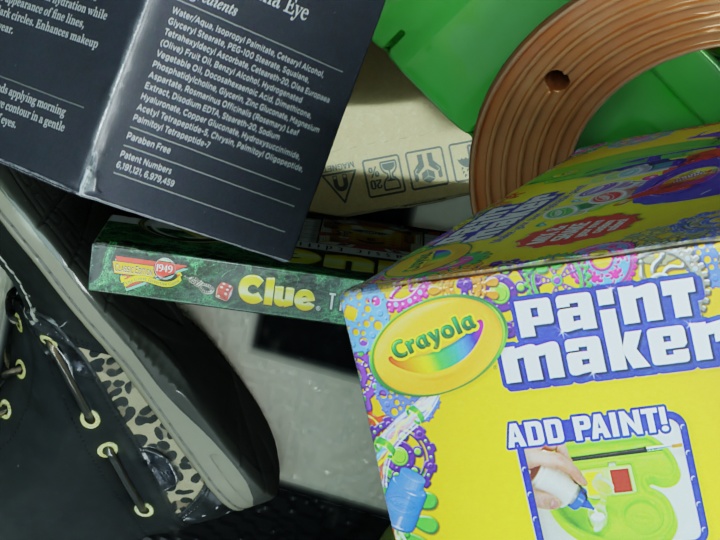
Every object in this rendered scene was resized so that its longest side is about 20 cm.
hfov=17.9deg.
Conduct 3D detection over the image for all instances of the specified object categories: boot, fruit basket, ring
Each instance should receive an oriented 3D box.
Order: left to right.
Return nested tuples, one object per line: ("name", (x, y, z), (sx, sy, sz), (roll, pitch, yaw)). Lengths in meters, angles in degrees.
("boot", (-0.147, 0.049, 0.957), (0.153, 0.074, 0.204), (-30, 111, 19))
("fruit basket", (0.111, -0.122, 0.827), (0.215, 0.156, 0.216), (4, 108, 11))
("ring", (0.136, -0.028, 0.783), (0.200, 0.019, 0.201), (6, 131, 7))

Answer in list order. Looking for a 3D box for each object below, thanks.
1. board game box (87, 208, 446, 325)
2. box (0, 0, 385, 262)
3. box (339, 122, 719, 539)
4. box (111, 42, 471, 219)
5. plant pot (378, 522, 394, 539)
("board game box", (0.000, 0.000, 0.893), (0.199, 0.105, 0.024), (8, 106, 0))
("box", (-0.089, -0.123, 0.796), (0.200, 0.104, 0.183), (23, 94, 42))
("box", (0.105, 0.066, 0.676), (0.122, 0.200, 0.193), (-9, 101, 27))
("box", (-0.047, -0.097, 0.944), (0.199, 0.021, 0.164), (-10, 99, 15))
("plant pot", (0.074, 0.135, 0.875), (0.200, 0.200, 0.190), (26, 104, 7))
